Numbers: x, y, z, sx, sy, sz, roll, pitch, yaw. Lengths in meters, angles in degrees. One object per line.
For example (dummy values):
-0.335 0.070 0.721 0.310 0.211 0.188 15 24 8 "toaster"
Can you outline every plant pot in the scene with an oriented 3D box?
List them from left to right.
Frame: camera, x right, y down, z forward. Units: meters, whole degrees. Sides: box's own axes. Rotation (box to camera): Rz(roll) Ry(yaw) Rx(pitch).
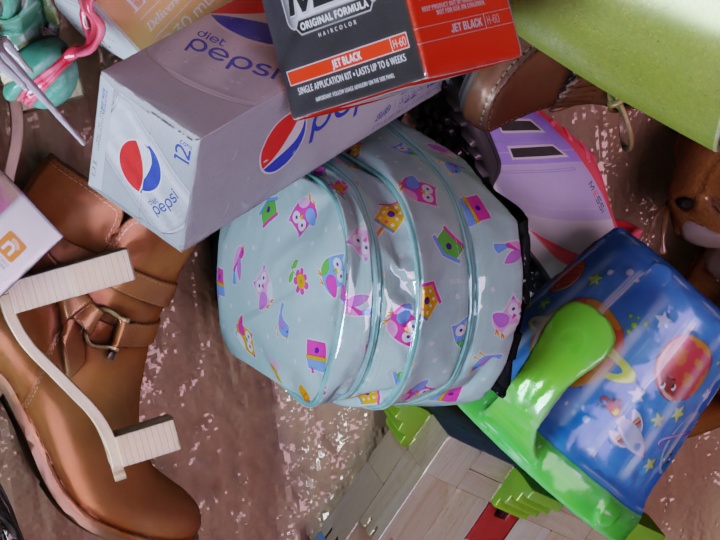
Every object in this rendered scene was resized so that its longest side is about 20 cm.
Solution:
0.108 -0.179 1.025 0.199 0.187 0.189 22 97 11 "plant pot"

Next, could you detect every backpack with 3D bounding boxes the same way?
0.000 0.000 1.107 0.126 0.200 0.168 -8 111 -26 "backpack"

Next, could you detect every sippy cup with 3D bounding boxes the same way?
0.132 0.054 1.187 0.139 0.178 0.130 41 94 -16 "sippy cup"

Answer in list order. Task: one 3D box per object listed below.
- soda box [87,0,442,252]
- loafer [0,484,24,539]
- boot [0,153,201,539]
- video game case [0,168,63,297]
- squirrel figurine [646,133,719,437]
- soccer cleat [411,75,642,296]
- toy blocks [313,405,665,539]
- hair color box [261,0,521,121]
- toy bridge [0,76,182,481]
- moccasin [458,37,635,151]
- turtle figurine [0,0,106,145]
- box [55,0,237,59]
-0.036 -0.090 1.034 0.200 0.063 0.069 -35 149 -41 "soda box"
-0.185 0.145 1.055 0.072 0.063 0.201 -33 103 -20 "loafer"
-0.130 0.046 1.133 0.199 0.077 0.156 34 88 -23 "boot"
-0.268 -0.025 1.007 0.181 0.036 0.200 -44 98 -10 "video game case"
0.251 -0.019 1.297 0.199 0.141 0.188 -33 109 -31 "squirrel figurine"
0.090 -0.062 1.216 0.073 0.068 0.200 -42 125 -11 "soccer cleat"
0.059 0.162 1.266 0.199 0.100 0.137 26 105 -32 "toy blocks"
-0.006 -0.175 0.948 0.061 0.101 0.202 -16 92 -38 "hair color box"
-0.143 0.006 1.066 0.067 0.027 0.202 -16 95 -11 "toy bridge"
0.138 -0.112 1.132 0.200 0.078 0.074 -19 151 -34 "moccasin"
-0.187 -0.122 0.953 0.200 0.150 0.101 49 49 -1 "turtle figurine"
-0.121 -0.218 1.025 0.152 0.106 0.200 -47 122 -7 "box"
